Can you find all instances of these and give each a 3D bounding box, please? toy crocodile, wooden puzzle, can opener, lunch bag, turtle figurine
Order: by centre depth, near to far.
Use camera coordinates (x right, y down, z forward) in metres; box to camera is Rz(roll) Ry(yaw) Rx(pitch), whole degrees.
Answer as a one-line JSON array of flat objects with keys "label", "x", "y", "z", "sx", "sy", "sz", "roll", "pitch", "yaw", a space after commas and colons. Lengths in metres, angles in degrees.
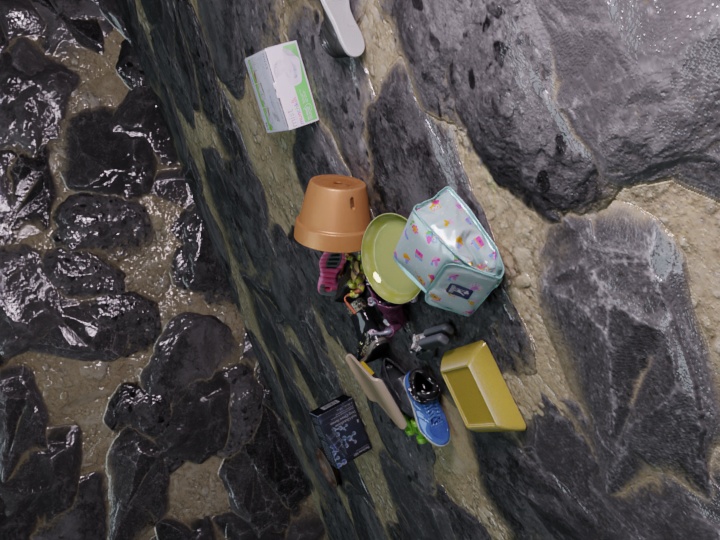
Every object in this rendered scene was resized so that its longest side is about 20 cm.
[{"label": "lunch bag", "x": 0.169, "y": -0.020, "z": 1.194, "sx": 0.201, "sy": 0.121, "sz": 0.171, "roll": 51, "pitch": 152, "yaw": 16}, {"label": "can opener", "x": 0.168, "y": 0.164, "z": 1.482, "sx": 0.066, "sy": 0.053, "sz": 0.200, "roll": 31, "pitch": 159, "yaw": -5}, {"label": "turtle figurine", "x": 0.000, "y": 0.000, "z": 1.622, "sx": 0.202, "sy": 0.063, "sz": 0.163, "roll": -99, "pitch": 24, "yaw": -48}, {"label": "toy crocodile", "x": 0.157, "y": 0.415, "z": 1.733, "sx": 0.199, "sy": 0.061, "sz": 0.069, "roll": 11, "pitch": 122, "yaw": 69}, {"label": "wooden puzzle", "x": 0.046, "y": 0.327, "z": 1.762, "sx": 0.187, "sy": 0.037, "sz": 0.199, "roll": 61, "pitch": 164, "yaw": -25}]

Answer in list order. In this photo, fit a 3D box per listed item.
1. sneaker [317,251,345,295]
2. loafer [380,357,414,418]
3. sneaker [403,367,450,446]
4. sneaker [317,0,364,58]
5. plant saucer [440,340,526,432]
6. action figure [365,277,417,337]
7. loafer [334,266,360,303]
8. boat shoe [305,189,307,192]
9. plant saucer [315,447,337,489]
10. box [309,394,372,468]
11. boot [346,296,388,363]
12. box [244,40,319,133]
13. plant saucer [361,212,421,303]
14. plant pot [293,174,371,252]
[{"label": "sneaker", "x": -0.085, "y": -0.023, "z": 1.843, "sx": 0.096, "sy": 0.077, "sz": 0.202, "roll": -90, "pitch": 13, "yaw": -46}, {"label": "loafer", "x": 0.112, "y": 0.314, "z": 1.711, "sx": 0.201, "sy": 0.067, "sz": 0.071, "roll": 49, "pitch": 161, "yaw": 45}, {"label": "sneaker", "x": 0.171, "y": 0.339, "z": 1.589, "sx": 0.111, "sy": 0.075, "sz": 0.203, "roll": 104, "pitch": 145, "yaw": -70}, {"label": "sneaker", "x": -0.063, "y": -0.524, "z": 1.297, "sx": 0.099, "sy": 0.070, "sz": 0.203, "roll": 6, "pitch": 121, "yaw": 59}, {"label": "plant saucer", "x": 0.249, "y": 0.265, "z": 1.380, "sx": 0.203, "sy": 0.048, "sz": 0.200, "roll": 65, "pitch": 157, "yaw": 6}, {"label": "action figure", "x": 0.080, "y": 0.086, "z": 1.569, "sx": 0.201, "sy": 0.146, "sz": 0.136, "roll": 64, "pitch": -166, "yaw": -50}, {"label": "loafer", "x": -0.026, "y": 0.043, "z": 1.789, "sx": 0.200, "sy": 0.072, "sz": 0.072, "roll": 127, "pitch": 150, "yaw": -66}, {"label": "boat shoe", "x": -0.114, "y": -0.152, "z": 1.790, "sx": 0.074, "sy": 0.062, "sz": 0.203, "roll": 38, "pitch": 145, "yaw": 47}, {"label": "plant saucer", "x": -0.146, "y": 0.898, "z": 2.919, "sx": 0.201, "sy": 0.032, "sz": 0.202, "roll": 50, "pitch": 153, "yaw": 36}, {"label": "box", "x": -0.072, "y": 0.572, "z": 2.278, "sx": 0.107, "sy": 0.147, "sz": 0.203, "roll": -10, "pitch": 103, "yaw": 67}, {"label": "boot", "x": 0.010, "y": 0.177, "z": 1.818, "sx": 0.156, "sy": 0.072, "sz": 0.204, "roll": 65, "pitch": 158, "yaw": 17}, {"label": "box", "x": -0.207, "y": -0.468, "z": 1.648, "sx": 0.176, "sy": 0.095, "sz": 0.204, "roll": 15, "pitch": 125, "yaw": 62}, {"label": "plant saucer", "x": 0.081, "y": -0.028, "z": 1.428, "sx": 0.198, "sy": 0.031, "sz": 0.204, "roll": 14, "pitch": 109, "yaw": 44}, {"label": "plant pot", "x": -0.059, "y": -0.144, "z": 1.528, "sx": 0.200, "sy": 0.197, "sz": 0.143, "roll": 35, "pitch": 126, "yaw": 52}]
